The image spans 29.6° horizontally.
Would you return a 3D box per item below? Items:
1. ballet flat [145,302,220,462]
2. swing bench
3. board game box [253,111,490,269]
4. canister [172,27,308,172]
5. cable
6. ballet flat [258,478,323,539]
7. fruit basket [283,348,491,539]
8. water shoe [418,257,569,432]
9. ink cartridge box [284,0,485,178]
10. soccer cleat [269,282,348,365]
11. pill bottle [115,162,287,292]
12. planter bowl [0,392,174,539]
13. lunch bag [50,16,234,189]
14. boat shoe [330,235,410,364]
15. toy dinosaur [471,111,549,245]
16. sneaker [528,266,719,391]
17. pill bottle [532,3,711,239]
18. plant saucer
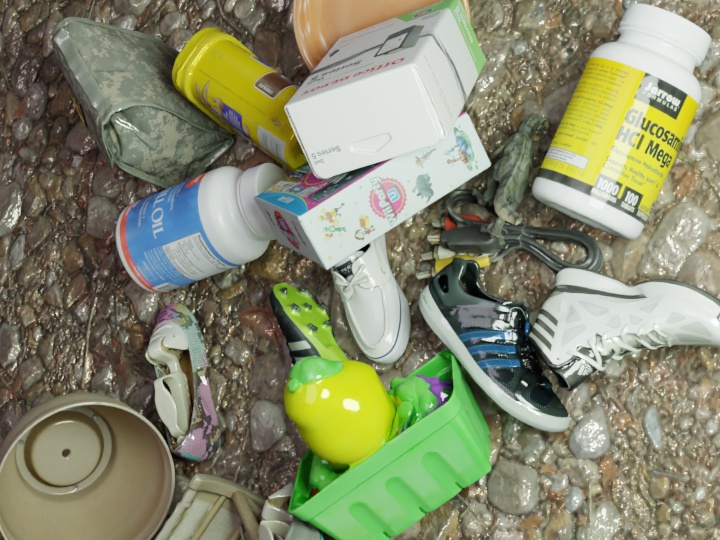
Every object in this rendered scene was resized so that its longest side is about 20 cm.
[{"bbox_3d":[-0.209,0.121,1.552,0.069,0.071,0.201,-29,62,26],"label":"ballet flat"},{"bbox_3d":[-0.138,0.354,1.408,0.200,0.129,0.200,-55,49,11],"label":"swing bench"},{"bbox_3d":[0.009,-0.090,1.371,0.199,0.065,0.147,-34,21,-13],"label":"board game box"},{"bbox_3d":[-0.096,-0.172,1.506,0.200,0.148,0.087,36,90,33],"label":"canister"},{"bbox_3d":[0.152,-0.031,1.375,0.198,0.050,0.098,4,62,23],"label":"cable"},{"bbox_3d":[-0.069,0.249,1.356,0.200,0.063,0.068,-101,24,-72],"label":"ballet flat"},{"bbox_3d":[0.004,0.147,1.300,0.214,0.156,0.217,1,109,4],"label":"fruit basket"},{"bbox_3d":[0.136,0.068,1.309,0.200,0.071,0.079,46,110,23],"label":"water shoe"},{"bbox_3d":[0.029,-0.185,1.359,0.145,0.200,0.084,-16,113,24],"label":"ink cartridge box"},{"bbox_3d":[-0.050,0.097,1.455,0.081,0.067,0.200,-54,54,26],"label":"soccer cleat"},{"bbox_3d":[-0.171,-0.053,1.547,0.199,0.112,0.113,-19,67,29],"label":"pill bottle"},{"bbox_3d":[-0.324,0.223,1.546,0.201,0.199,0.135,-64,27,3],"label":"planter bowl"},{"bbox_3d":[-0.270,-0.199,1.601,0.118,0.200,0.165,-42,58,17],"label":"lunch bag"},{"bbox_3d":[0.000,0.000,1.442,0.072,0.066,0.202,-20,66,29],"label":"boat shoe"},{"bbox_3d":[0.142,-0.081,1.327,0.201,0.047,0.088,-71,7,-50],"label":"toy dinosaur"},{"bbox_3d":[0.239,0.069,1.231,0.200,0.076,0.116,10,59,45],"label":"sneaker"},{"bbox_3d":[0.249,-0.140,1.278,0.112,0.112,0.201,25,93,37],"label":"pill bottle"},{"bbox_3d":[0.025,-0.270,1.463,0.198,0.037,0.202,8,115,17],"label":"plant saucer"}]
